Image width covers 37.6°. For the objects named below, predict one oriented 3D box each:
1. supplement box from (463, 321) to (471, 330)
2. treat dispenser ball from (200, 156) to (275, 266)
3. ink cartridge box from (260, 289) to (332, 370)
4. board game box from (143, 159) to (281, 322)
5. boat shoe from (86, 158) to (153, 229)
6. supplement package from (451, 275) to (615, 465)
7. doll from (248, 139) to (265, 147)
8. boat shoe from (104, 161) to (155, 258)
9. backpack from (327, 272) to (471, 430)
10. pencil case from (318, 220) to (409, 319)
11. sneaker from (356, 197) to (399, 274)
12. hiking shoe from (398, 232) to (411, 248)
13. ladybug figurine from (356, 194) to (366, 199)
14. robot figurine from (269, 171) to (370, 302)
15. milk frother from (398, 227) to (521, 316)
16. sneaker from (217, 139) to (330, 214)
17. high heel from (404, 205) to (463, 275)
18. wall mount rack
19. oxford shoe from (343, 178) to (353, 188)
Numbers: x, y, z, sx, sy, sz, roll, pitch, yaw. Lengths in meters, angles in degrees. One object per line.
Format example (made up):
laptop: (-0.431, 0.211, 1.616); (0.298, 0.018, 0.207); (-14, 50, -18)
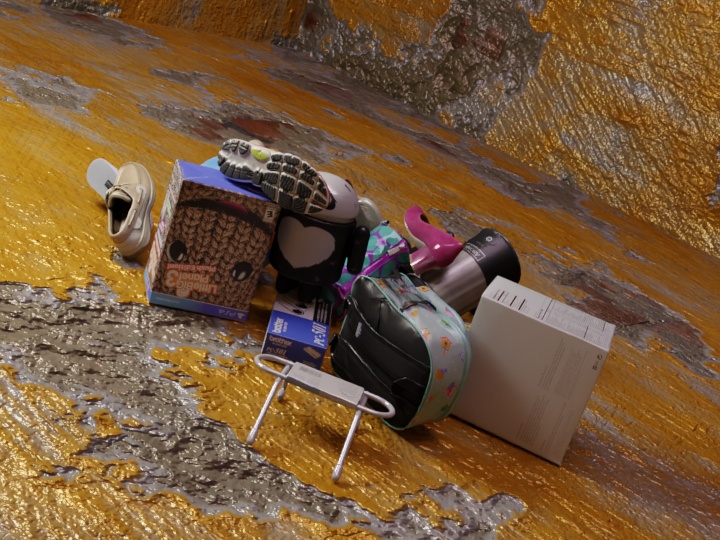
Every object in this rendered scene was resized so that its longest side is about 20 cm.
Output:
supplement box: (0.191, 0.131, 1.771); (0.197, 0.070, 0.067); (12, 17, -16)
treat dispenser ball: (-0.210, -0.095, 1.783); (0.198, 0.203, 0.201); (17, 18, -6)
ink cartridge box: (-0.096, 0.088, 1.630); (0.093, 0.045, 0.200); (16, 19, -5)
board game box: (-0.228, -0.044, 1.618); (0.157, 0.203, 0.097); (12, 20, -20)
boat shoe: (-0.410, -0.120, 1.859); (0.199, 0.074, 0.068); (40, 7, 34)
supplement package: (0.252, 0.144, 1.591); (0.198, 0.194, 0.147); (24, 18, 11)
doll: (-0.213, -0.140, 1.907); (0.135, 0.203, 0.048); (5, 22, -36)
boat shoe: (-0.386, -0.114, 1.749); (0.065, 0.071, 0.202); (51, 23, -46)
backpack: (0.067, 0.120, 1.499); (0.152, 0.178, 0.200); (3, 31, -36)
pencil case: (0.000, 0.000, 1.806); (0.092, 0.086, 0.200); (-15, 19, 49)
sneaker: (0.028, -0.051, 1.939); (0.074, 0.202, 0.085); (-10, 27, 15)
hiking shoe: (0.015, -0.066, 2.135); (0.197, 0.075, 0.087); (17, 17, -9)
ladybug figurine: (-0.067, -0.116, 1.949); (0.197, 0.073, 0.136); (12, 9, -18)
robot figurine: (-0.075, -0.054, 1.665); (0.148, 0.203, 0.125); (9, 19, -25)
milk frother: (0.174, 0.046, 1.917); (0.187, 0.202, 0.180); (-28, 27, -23)
sneaker: (-0.119, -0.149, 1.591); (0.198, 0.078, 0.085); (29, 16, 22)
high heel: (0.130, -0.069, 1.853); (0.068, 0.095, 0.201); (58, 17, -24)
wall mount rack: (-0.060, 0.183, 1.360); (0.197, 0.076, 0.174); (21, 15, 4)
oxford shoe: (-0.074, -0.080, 1.832); (0.074, 0.071, 0.201); (3, 50, 36)
